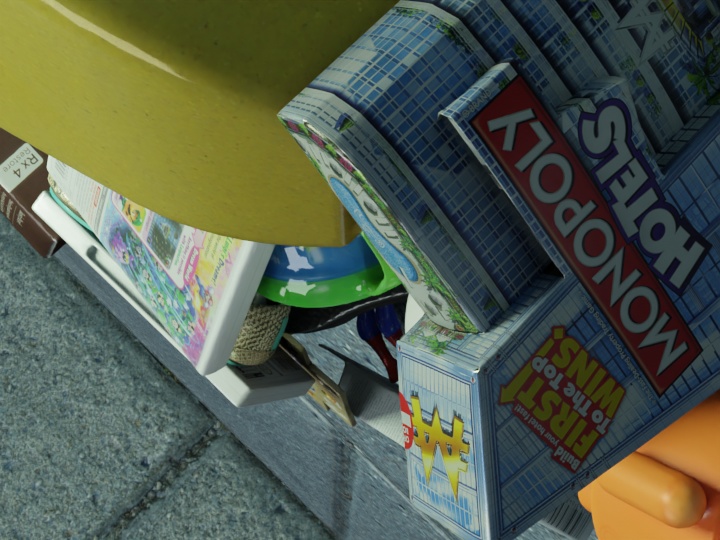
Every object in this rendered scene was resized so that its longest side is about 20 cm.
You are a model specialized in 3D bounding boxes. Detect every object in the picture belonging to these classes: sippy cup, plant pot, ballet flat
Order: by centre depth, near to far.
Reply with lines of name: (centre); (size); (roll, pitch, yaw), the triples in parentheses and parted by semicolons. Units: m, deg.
plant pot: (-0.050, -0.123, 0.540); (0.199, 0.196, 0.194); (36, 163, 12)
sippy cup: (-0.026, -0.071, 0.736); (0.177, 0.140, 0.131); (9, 137, 29)
ballet flat: (-0.118, -0.026, 0.826); (0.200, 0.068, 0.076); (43, 120, 14)

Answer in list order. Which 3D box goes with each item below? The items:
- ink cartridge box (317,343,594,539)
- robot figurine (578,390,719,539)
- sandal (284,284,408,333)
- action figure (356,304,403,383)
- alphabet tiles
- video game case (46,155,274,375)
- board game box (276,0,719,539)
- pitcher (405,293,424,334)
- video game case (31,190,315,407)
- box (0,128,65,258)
ink cartridge box: (0.074, 0.144, 1.058); (0.196, 0.044, 0.199); (32, 176, -39)
robot figurine: (0.198, 0.123, 0.645); (0.144, 0.116, 0.200); (59, 162, -24)
sandal: (0.001, 0.001, 0.840); (0.199, 0.076, 0.048); (-9, 168, 37)
action figure: (-0.007, -0.005, 0.989); (0.201, 0.052, 0.065); (54, 158, -13)
alphabet tiles: (-0.080, 0.045, 0.997); (0.200, 0.006, 0.167); (41, 167, 18)
video game case: (-0.110, -0.066, 0.718); (0.182, 0.024, 0.201); (50, 140, 21)
board game box: (0.072, -0.011, 0.465); (0.200, 0.200, 0.062); (51, 165, -23)
pitcher: (0.110, 0.020, 0.642); (0.171, 0.122, 0.201); (27, 150, 10)
video game case: (-0.127, 0.020, 0.894); (0.200, 0.018, 0.143); (42, -171, 13)
box: (-0.296, -0.144, 1.181); (0.200, 0.166, 0.164); (47, 164, -7)
